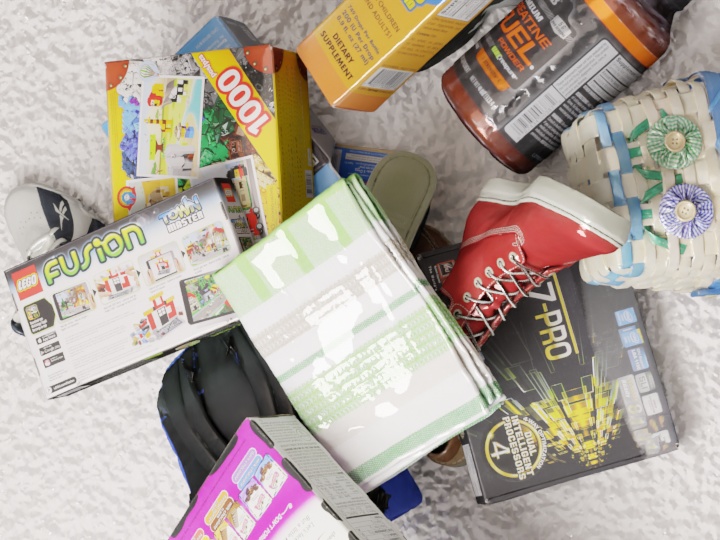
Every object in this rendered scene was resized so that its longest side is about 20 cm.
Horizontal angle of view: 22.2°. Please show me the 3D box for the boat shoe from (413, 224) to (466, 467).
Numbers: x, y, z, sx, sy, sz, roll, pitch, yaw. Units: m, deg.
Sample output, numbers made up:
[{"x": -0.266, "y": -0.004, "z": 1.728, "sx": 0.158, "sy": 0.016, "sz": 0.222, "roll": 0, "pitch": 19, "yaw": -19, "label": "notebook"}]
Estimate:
[{"x": 0.059, "y": 0.059, "z": 1.478, "sx": 0.075, "sy": 0.072, "sz": 0.201, "roll": -16, "pitch": 83, "yaw": 20, "label": "boat shoe"}]

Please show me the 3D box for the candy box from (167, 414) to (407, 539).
[{"x": -0.038, "y": 0.220, "z": 1.321, "sx": 0.200, "sy": 0.061, "sz": 0.137, "roll": 46, "pitch": 115, "yaw": 28, "label": "candy box"}]

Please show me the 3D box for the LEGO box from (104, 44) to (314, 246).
[{"x": -0.118, "y": -0.071, "z": 1.464, "sx": 0.148, "sy": 0.077, "sz": 0.201, "roll": -4, "pitch": 89, "yaw": 19, "label": "LEGO box"}]

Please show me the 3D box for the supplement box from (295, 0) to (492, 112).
[{"x": 0.045, "y": -0.210, "z": 1.425, "sx": 0.200, "sy": 0.069, "sz": 0.067, "roll": -41, "pitch": 69, "yaw": 24, "label": "supplement box"}]

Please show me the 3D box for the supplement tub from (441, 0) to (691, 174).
[{"x": 0.165, "y": -0.176, "z": 1.426, "sx": 0.200, "sy": 0.107, "sz": 0.107, "roll": -42, "pitch": 75, "yaw": 15, "label": "supplement tub"}]

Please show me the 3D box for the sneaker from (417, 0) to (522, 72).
[{"x": 0.091, "y": -0.248, "z": 1.470, "sx": 0.199, "sy": 0.080, "sz": 0.087, "roll": -31, "pitch": 77, "yaw": 17, "label": "sneaker"}]

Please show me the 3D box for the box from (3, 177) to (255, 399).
[{"x": -0.172, "y": 0.015, "z": 1.425, "sx": 0.199, "sy": 0.035, "sz": 0.111, "roll": -22, "pitch": 84, "yaw": 19, "label": "box"}]

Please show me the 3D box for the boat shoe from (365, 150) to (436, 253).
[{"x": -0.002, "y": -0.001, "z": 1.437, "sx": 0.074, "sy": 0.066, "sz": 0.200, "roll": 22, "pitch": 62, "yaw": 6, "label": "boat shoe"}]

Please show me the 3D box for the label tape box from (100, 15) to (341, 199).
[{"x": -0.101, "y": -0.090, "z": 1.534, "sx": 0.143, "sy": 0.066, "sz": 0.200, "roll": -41, "pitch": 79, "yaw": 15, "label": "label tape box"}]

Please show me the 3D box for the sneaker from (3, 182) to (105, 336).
[{"x": -0.263, "y": 0.002, "z": 1.574, "sx": 0.079, "sy": 0.129, "sz": 0.200, "roll": -35, "pitch": 77, "yaw": 16, "label": "sneaker"}]

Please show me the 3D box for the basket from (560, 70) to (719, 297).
[{"x": 0.261, "y": -0.061, "z": 1.378, "sx": 0.199, "sy": 0.139, "sz": 0.178, "roll": -9, "pitch": 83, "yaw": -15, "label": "basket"}]

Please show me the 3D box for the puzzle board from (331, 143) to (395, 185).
[{"x": -0.063, "y": -0.036, "z": 1.559, "sx": 0.199, "sy": 0.017, "sz": 0.152, "roll": 8, "pitch": 91, "yaw": 21, "label": "puzzle board"}]

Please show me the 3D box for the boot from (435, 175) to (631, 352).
[{"x": 0.111, "y": 0.009, "z": 1.313, "sx": 0.072, "sy": 0.200, "sz": 0.145, "roll": 32, "pitch": 82, "yaw": -17, "label": "boot"}]

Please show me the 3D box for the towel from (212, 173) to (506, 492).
[{"x": -0.006, "y": 0.051, "z": 1.332, "sx": 0.149, "sy": 0.031, "sz": 0.201, "roll": -35, "pitch": 88, "yaw": 24, "label": "towel"}]

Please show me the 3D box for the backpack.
[{"x": -0.064, "y": 0.137, "z": 1.471, "sx": 0.162, "sy": 0.168, "sz": 0.201, "roll": -32, "pitch": 81, "yaw": 12, "label": "backpack"}]

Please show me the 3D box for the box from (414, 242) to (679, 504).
[{"x": 0.142, "y": 0.066, "z": 1.428, "sx": 0.160, "sy": 0.049, "sz": 0.201, "roll": -14, "pitch": 83, "yaw": -8, "label": "box"}]
